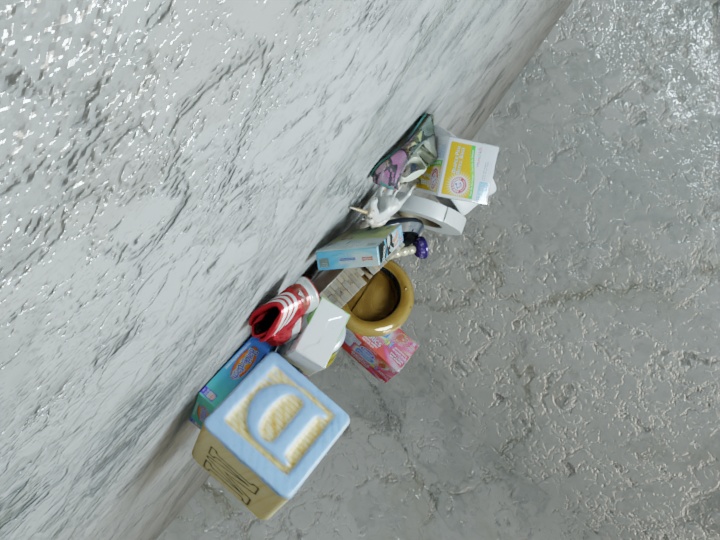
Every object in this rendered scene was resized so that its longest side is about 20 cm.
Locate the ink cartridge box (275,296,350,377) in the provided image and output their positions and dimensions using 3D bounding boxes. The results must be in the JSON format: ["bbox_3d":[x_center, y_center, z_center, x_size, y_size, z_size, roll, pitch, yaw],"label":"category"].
[{"bbox_3d":[-0.102,0.138,1.330,0.118,0.067,0.200,-63,-168,-26],"label":"ink cartridge box"}]

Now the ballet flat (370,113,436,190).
[{"bbox_3d":[0.095,-0.207,1.267,0.200,0.071,0.069,-50,173,-35],"label":"ballet flat"}]

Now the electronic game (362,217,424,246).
[{"bbox_3d":[0.048,-0.071,1.575,0.198,0.042,0.200,-16,166,-4],"label":"electronic game"}]

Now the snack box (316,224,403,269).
[{"bbox_3d":[0.003,-0.046,1.320,0.200,0.115,0.037,-43,126,-68],"label":"snack box"}]

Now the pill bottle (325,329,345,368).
[{"bbox_3d":[-0.100,0.157,1.530,0.112,0.112,0.200,-50,174,-24],"label":"pill bottle"}]

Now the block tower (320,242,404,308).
[{"bbox_3d":[0.000,0.000,1.451,0.200,0.054,0.058,-44,-178,-7],"label":"block tower"}]

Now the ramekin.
[{"bbox_3d":[0.197,-0.214,1.551,0.098,0.201,0.200,-44,177,1],"label":"ramekin"}]

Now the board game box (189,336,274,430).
[{"bbox_3d":[-0.231,0.198,1.316,0.200,0.045,0.152,-48,175,-34],"label":"board game box"}]

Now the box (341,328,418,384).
[{"bbox_3d":[0.024,0.160,1.660,0.096,0.200,0.100,-47,177,-33],"label":"box"}]

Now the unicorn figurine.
[{"bbox_3d":[0.050,-0.136,1.372,0.138,0.074,0.200,-56,174,-6],"label":"unicorn figurine"}]

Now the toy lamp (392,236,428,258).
[{"bbox_3d":[0.050,-0.030,1.531,0.198,0.059,0.058,-11,159,-21],"label":"toy lamp"}]

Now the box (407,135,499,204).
[{"bbox_3d":[0.173,-0.197,1.349,0.200,0.100,0.114,-141,-120,-73],"label":"box"}]

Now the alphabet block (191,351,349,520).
[{"bbox_3d":[-0.167,0.303,1.274,0.195,0.196,0.200,-45,173,-35],"label":"alphabet block"}]

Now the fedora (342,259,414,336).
[{"bbox_3d":[0.020,0.062,1.562,0.201,0.200,0.082,-50,178,-28],"label":"fedora"}]

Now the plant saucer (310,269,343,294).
[{"bbox_3d":[-0.091,0.034,1.409,0.200,0.032,0.200,-44,-177,3],"label":"plant saucer"}]

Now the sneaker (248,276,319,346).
[{"bbox_3d":[-0.155,0.087,1.191,0.115,0.079,0.200,-27,162,-37],"label":"sneaker"}]

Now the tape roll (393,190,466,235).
[{"bbox_3d":[0.138,-0.129,1.575,0.203,0.201,0.037,76,32,-85],"label":"tape roll"}]
